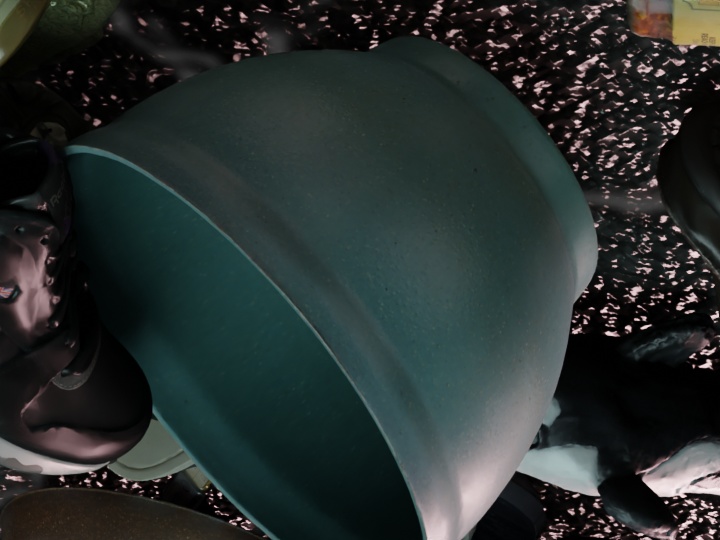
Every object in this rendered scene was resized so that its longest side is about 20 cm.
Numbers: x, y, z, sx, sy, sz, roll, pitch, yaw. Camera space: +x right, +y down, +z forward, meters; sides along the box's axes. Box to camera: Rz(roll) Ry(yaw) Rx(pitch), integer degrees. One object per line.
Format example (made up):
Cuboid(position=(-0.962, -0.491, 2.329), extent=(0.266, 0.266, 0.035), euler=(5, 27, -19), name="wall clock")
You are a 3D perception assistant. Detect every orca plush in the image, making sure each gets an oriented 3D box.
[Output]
Cuboid(position=(0.133, 0.056, 0.970), extent=(0.199, 0.105, 0.071), euler=(21, 118, -13), name="orca plush")

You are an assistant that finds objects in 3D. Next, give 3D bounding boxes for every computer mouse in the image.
Cuboid(position=(-0.009, 0.101, 1.091), extent=(0.140, 0.046, 0.200), euler=(27, 146, -15), name="computer mouse")

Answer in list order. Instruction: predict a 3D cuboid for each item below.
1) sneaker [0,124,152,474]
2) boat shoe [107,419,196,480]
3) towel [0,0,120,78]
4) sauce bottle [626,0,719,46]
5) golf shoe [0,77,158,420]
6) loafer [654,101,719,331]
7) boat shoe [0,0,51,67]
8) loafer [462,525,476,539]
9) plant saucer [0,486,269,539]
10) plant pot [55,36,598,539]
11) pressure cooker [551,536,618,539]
Cuboid(position=(-0.124, 0.001, 0.828), extent=(0.087, 0.076, 0.200), euler=(-27, 134, 24), name="sneaker")
Cuboid(position=(-0.023, 0.037, 1.021), extent=(0.199, 0.073, 0.063), euler=(-22, 173, 27), name="boat shoe")
Cuboid(position=(-0.200, -0.111, 0.893), extent=(0.199, 0.037, 0.148), euler=(-20, 130, 34), name="towel")
Cuboid(position=(0.187, -0.103, 0.782), extent=(0.199, 0.066, 0.066), euler=(2, 139, 10), name="sauce bottle")
Cuboid(position=(-0.136, -0.006, 0.953), extent=(0.088, 0.077, 0.201), euler=(44, 157, 36), name="golf shoe")
Cuboid(position=(0.164, 0.016, 0.915), extent=(0.071, 0.073, 0.200), euler=(-21, 130, 32), name="loafer")
Cuboid(position=(-0.193, -0.076, 0.857), extent=(0.199, 0.074, 0.066), euler=(-28, 115, 33), name="boat shoe")
Cuboid(position=(-0.010, 0.158, 1.038), extent=(0.070, 0.070, 0.200), euler=(20, 130, -17), name="loafer")
Cuboid(position=(-0.086, 0.167, 1.159), extent=(0.199, 0.035, 0.201), euler=(16, 153, 9), name="plant saucer")
Cuboid(position=(0.000, 0.000, 0.865), extent=(0.200, 0.134, 0.201), euler=(41, 155, 23), name="plant pot")
Cuboid(position=(0.100, 0.215, 1.080), extent=(0.175, 0.200, 0.180), euler=(12, 107, 10), name="pressure cooker")
